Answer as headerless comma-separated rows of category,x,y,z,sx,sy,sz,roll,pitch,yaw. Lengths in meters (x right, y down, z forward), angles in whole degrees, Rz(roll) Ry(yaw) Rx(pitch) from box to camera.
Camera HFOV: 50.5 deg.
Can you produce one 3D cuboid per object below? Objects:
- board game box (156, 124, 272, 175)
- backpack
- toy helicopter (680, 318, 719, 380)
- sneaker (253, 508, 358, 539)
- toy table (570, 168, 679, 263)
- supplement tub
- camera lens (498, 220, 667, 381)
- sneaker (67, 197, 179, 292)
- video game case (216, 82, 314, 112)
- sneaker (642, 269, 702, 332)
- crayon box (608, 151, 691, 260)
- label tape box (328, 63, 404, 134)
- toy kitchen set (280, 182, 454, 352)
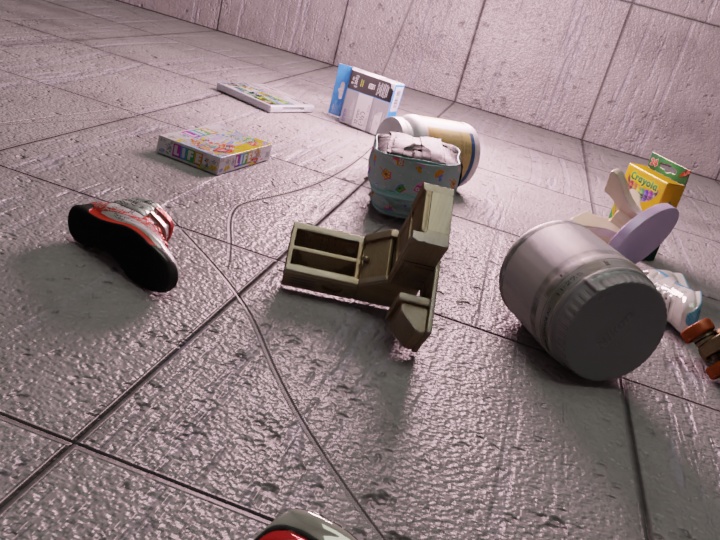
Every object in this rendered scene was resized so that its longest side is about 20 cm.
board game box,-0.276,-0.236,1.468,0.134,0.034,0.200,21,23,15
backpack,0.096,-0.172,1.404,0.176,0.153,0.200,12,12,-2
toy helicopter,0.567,0.096,1.132,0.200,0.132,0.079,13,44,-56
sneaker,0.005,0.232,0.499,0.200,0.077,0.085,13,25,23
toy table,0.505,-0.092,1.474,0.200,0.184,0.117,-16,46,-36
supplement tub,0.143,-0.260,1.656,0.200,0.145,0.145,2,25,-30
camera lens,0.291,0.034,1.028,0.160,0.160,0.200,7,23,-20
sneaker,-0.266,-0.041,0.963,0.201,0.067,0.108,26,26,31
video game case,-0.254,-0.465,2.053,0.200,0.022,0.182,29,25,28
sneaker,0.506,0.051,1.262,0.081,0.077,0.200,8,15,5
crayon box,0.590,-0.137,1.586,0.051,0.200,0.127,6,23,-23
label tape box,0.002,-0.455,2.034,0.200,0.143,0.066,23,23,18
toy kitchen set,0.000,0.000,0.938,0.180,0.200,0.163,12,63,-7
